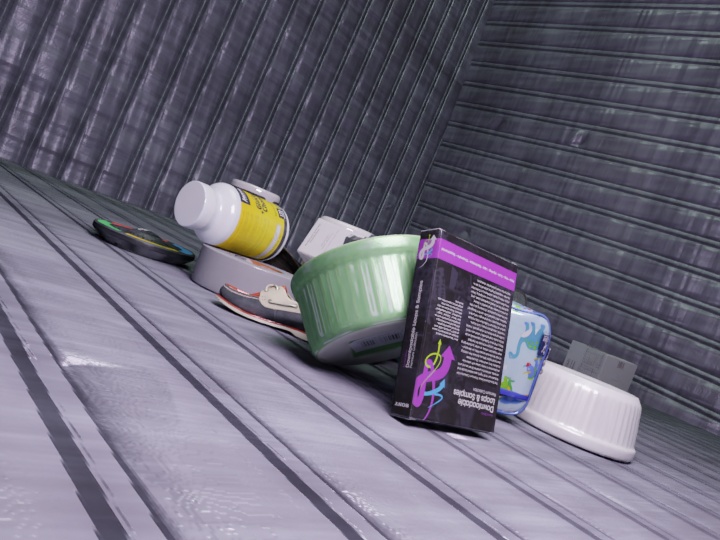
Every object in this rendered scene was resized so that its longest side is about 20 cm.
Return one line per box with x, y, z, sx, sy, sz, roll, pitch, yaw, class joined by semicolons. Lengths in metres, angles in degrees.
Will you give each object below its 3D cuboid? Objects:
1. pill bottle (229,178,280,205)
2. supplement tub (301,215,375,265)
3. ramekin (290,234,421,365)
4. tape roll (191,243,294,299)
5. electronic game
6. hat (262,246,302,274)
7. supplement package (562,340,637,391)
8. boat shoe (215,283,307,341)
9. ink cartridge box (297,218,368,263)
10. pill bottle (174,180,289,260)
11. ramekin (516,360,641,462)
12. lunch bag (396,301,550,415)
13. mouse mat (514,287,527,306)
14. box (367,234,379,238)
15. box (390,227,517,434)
-0.254;-0.082;1.349;0.111;0.201;0.111;21;0;0;pill bottle
-0.059;-0.008;1.450;0.144;0.201;0.145;21;1;-1;supplement tub
0.019;0.045;0.781;0.198;0.098;0.200;-11;-22;-4;ramekin
-0.196;0.017;1.137;0.199;0.067;0.200;22;1;-1;tape roll
-0.418;-0.058;1.237;0.199;0.042;0.200;21;1;0;electronic game
-0.157;0.015;1.298;0.201;0.081;0.201;44;-7;7;hat
0.983;0.406;2.636;0.190;0.148;0.200;20;2;-28;supplement package
-0.114;0.054;0.937;0.199;0.063;0.071;20;3;6;boat shoe
0.000;0.000;1.206;0.199;0.085;0.145;24;-19;26;ink cartridge box
-0.230;-0.092;1.150;0.112;0.113;0.200;22;1;37;pill bottle
0.342;0.212;1.001;0.201;0.095;0.202;21;1;-1;ramekin
0.157;0.109;0.899;0.199;0.162;0.082;19;6;-3;lunch bag
0.176;0.098;0.984;0.160;0.201;0.008;21;-21;-12;mouse mat
0.020;0.037;1.022;0.157;0.200;0.051;21;-36;37;box
0.108;0.071;0.706;0.142;0.202;0.036;21;-16;-39;box
